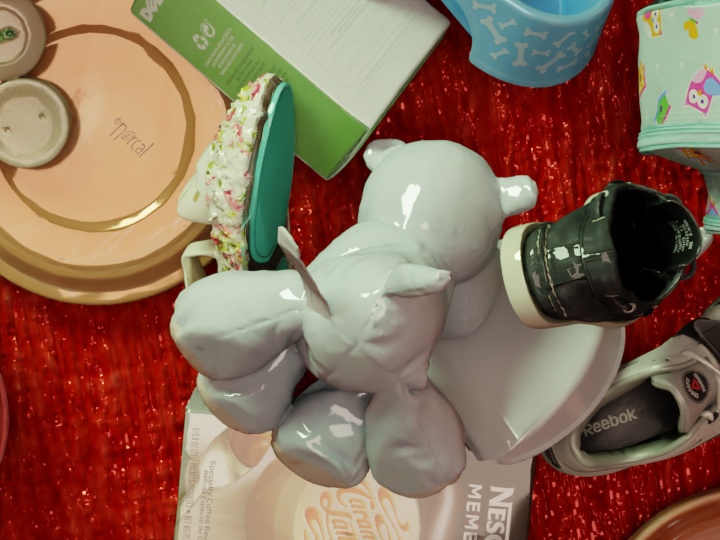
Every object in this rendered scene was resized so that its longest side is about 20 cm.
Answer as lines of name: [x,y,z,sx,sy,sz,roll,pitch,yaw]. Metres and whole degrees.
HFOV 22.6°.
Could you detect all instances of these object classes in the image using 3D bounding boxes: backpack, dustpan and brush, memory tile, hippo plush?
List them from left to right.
memory tile: [-0.268,-0.111,0.987,0.198,0.017,0.155,-14,102,-2]
hippo plush: [0.000,0.000,0.940,0.158,0.201,0.162,13,50,17]
dustpan and brush: [0.120,0.020,1.034,0.199,0.057,0.140,-33,57,-6]
backpack: [0.245,-0.088,0.959,0.198,0.175,0.155,8,90,-31]

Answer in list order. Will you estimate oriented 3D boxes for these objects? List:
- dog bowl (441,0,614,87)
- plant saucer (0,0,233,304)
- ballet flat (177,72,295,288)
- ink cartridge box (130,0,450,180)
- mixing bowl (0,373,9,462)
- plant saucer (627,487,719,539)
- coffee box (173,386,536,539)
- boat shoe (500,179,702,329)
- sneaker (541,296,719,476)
dog bowl: [0.057,-0.186,1.004,0.199,0.050,0.112,31,56,-6]
plant saucer: [-0.152,-0.081,1.034,0.198,0.032,0.203,0,94,-2]
ballet flat: [-0.070,-0.016,0.992,0.063,0.076,0.202,9,122,14]
ink cartridge box: [-0.058,-0.157,1.003,0.200,0.059,0.104,40,52,-4]
mixing bowl: [-0.289,0.049,0.990,0.198,0.109,0.202,-2,121,-4]
plant saucer: [0.230,0.227,1.068,0.198,0.032,0.203,0,94,-1]
coffee box: [-0.004,0.137,1.032,0.197,0.080,0.116,5,94,-2]
boat shoe: [0.143,-0.012,0.936,0.066,0.199,0.075,-16,83,31]
sneaker: [0.198,0.066,1.033,0.199,0.089,0.075,-30,92,-1]
